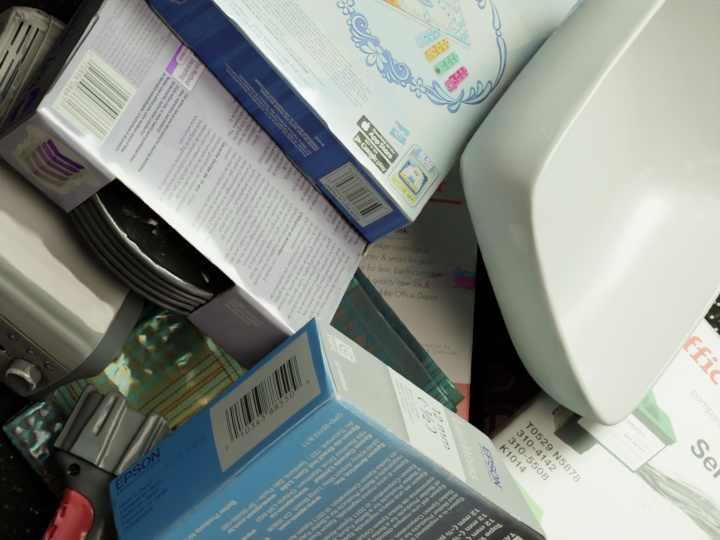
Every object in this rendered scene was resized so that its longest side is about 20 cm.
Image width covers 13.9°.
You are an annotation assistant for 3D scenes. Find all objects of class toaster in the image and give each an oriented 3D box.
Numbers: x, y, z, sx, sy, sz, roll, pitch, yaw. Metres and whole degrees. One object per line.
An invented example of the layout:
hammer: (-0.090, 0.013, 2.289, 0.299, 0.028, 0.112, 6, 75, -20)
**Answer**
toaster: (-0.161, -0.043, 1.490, 0.129, 0.114, 0.200, 35, 60, -19)

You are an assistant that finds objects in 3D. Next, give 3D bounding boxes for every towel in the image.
towel: (-0.065, 0.073, 1.518, 0.200, 0.022, 0.147, -38, 84, -6)

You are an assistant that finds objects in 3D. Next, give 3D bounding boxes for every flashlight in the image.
flashlight: (-0.162, 0.154, 1.466, 0.068, 0.068, 0.200, 37, 75, -48)

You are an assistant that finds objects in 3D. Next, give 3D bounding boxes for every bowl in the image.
bowl: (0.124, -0.044, 1.513, 0.200, 0.075, 0.200, -53, 141, -30)

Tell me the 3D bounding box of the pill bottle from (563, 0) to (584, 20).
pill bottle: (0.100, -0.092, 1.648, 0.120, 0.120, 0.200, -25, 95, -31)

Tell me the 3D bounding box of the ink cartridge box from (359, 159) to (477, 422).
ink cartridge box: (0.000, 0.000, 1.587, 0.116, 0.067, 0.200, 6, 79, -10)

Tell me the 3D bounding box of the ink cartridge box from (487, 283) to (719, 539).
ink cartridge box: (0.136, 0.125, 1.578, 0.200, 0.084, 0.146, -40, 86, -25)

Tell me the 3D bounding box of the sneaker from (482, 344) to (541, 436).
sneaker: (0.156, 0.075, 1.681, 0.200, 0.076, 0.116, 1, 79, -30)

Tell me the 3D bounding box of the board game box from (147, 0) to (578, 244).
board game box: (-0.004, -0.149, 1.489, 0.200, 0.043, 0.199, 48, 50, -12)

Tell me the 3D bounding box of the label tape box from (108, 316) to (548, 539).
label tape box: (-0.004, 0.128, 1.458, 0.200, 0.143, 0.066, 35, 24, -37)

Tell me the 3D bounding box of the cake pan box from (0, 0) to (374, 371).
cake pan box: (-0.068, -0.071, 1.463, 0.184, 0.052, 0.200, 40, 49, -17)
